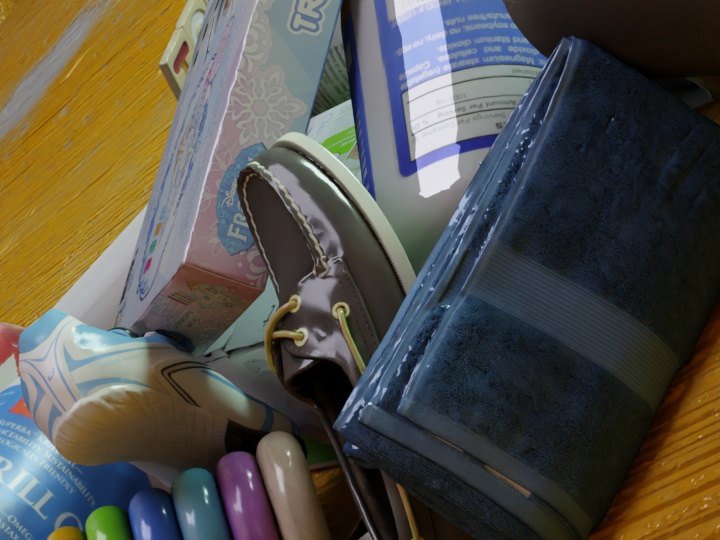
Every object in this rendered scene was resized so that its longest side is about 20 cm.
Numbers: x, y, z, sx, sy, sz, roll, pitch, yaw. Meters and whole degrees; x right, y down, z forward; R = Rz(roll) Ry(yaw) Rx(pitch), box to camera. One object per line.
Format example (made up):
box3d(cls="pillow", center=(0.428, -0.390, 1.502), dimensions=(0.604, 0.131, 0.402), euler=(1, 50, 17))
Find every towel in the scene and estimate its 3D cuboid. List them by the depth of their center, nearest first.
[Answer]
box3d(cls="towel", center=(0.080, 0.012, 1.057), dimensions=(0.201, 0.111, 0.049), euler=(-60, 3, -22))

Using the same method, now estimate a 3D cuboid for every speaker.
box3d(cls="speaker", center=(-0.121, -0.002, 1.723), dimensions=(0.200, 0.081, 0.081), euler=(-45, 17, 28))

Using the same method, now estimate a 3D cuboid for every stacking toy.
box3d(cls="stacking toy", center=(-0.112, 0.142, 1.209), dimensions=(0.199, 0.086, 0.085), euler=(-18, 16, -5))

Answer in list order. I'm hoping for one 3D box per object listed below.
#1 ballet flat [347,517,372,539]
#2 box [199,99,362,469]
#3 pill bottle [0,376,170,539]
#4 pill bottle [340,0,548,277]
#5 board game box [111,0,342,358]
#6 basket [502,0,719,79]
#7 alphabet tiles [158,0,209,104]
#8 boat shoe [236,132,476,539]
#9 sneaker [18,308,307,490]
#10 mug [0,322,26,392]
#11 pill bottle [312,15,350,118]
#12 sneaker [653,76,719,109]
box3d(cls="ballet flat", center=(0.024, 0.082, 1.188), dimensions=(0.067, 0.046, 0.201), euler=(-26, 32, 60))
box3d(cls="box", center=(0.000, 0.000, 1.339), dimensions=(0.177, 0.096, 0.200), euler=(-60, 17, -21))
box3d(cls="pill bottle", center=(-0.167, 0.121, 1.382), dimensions=(0.112, 0.112, 0.200), euler=(-34, 11, 49))
box3d(cls="pill bottle", center=(0.055, -0.047, 1.170), dimensions=(0.112, 0.112, 0.201), euler=(-39, 47, 41))
box3d(cls="board game box", center=(-0.059, -0.065, 1.254), dimensions=(0.199, 0.043, 0.201), euler=(136, 151, -70))
box3d(cls="basket", center=(0.146, -0.140, 1.052), dimensions=(0.200, 0.179, 0.137), euler=(-5, 68, 66))
box3d(cls="alphabet tiles", center=(-0.054, -0.065, 1.481), dimensions=(0.007, 0.201, 0.168), euler=(-10, 36, 24))
box3d(cls="boat shoe", center=(-0.003, 0.036, 1.093), dimensions=(0.060, 0.202, 0.072), euler=(-23, -18, -23))
box3d(cls="sneaker", center=(-0.088, 0.064, 1.250), dimensions=(0.072, 0.200, 0.073), euler=(-33, 62, 16))
box3d(cls="mug", center=(-0.232, 0.164, 1.674), dimensions=(0.133, 0.178, 0.201), euler=(3, 53, 27))
box3d(cls="pill bottle", center=(0.040, -0.150, 1.452), dimensions=(0.199, 0.114, 0.114), euler=(-19, 33, 35))
box3d(cls="sneaker", center=(0.163, -0.118, 1.198), dimensions=(0.200, 0.067, 0.090), euler=(-39, 30, 40))
